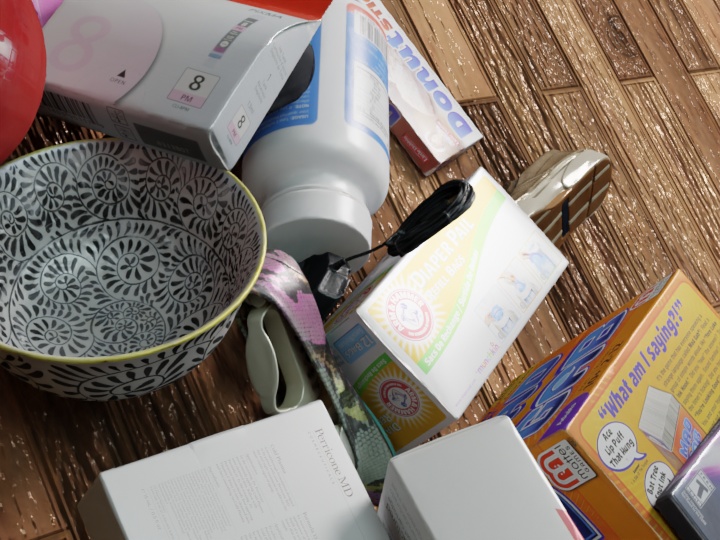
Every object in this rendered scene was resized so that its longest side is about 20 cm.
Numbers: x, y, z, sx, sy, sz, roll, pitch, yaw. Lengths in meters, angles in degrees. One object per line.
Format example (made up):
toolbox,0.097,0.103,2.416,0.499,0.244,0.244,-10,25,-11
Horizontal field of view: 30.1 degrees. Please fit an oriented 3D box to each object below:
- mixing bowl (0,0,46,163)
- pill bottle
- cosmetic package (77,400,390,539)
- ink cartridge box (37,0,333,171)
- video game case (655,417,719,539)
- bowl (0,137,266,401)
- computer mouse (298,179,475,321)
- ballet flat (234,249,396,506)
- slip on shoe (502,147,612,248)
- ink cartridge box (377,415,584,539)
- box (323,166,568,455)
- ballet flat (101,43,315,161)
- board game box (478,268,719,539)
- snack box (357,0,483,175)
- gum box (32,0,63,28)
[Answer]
mixing bowl,-0.266,-0.124,0.813,0.108,0.198,0.202,25,42,-63
pill bottle,-0.033,-0.099,1.003,0.111,0.112,0.202,19,53,-26
cosmetic package,-0.045,0.186,0.728,0.149,0.052,0.202,-14,68,-35
ink cartridge box,-0.112,-0.172,0.889,0.161,0.057,0.202,17,66,24
video game case,0.280,0.151,0.869,0.143,0.019,0.199,52,46,2
bowl,-0.157,0.016,0.829,0.198,0.095,0.202,2,42,-2
computer mouse,0.000,0.000,0.914,0.034,0.199,0.059,48,30,-22
ballet flat,-0.038,0.085,0.887,0.071,0.068,0.202,-44,115,-51
slip on shoe,0.143,-0.050,1.146,0.060,0.077,0.200,22,46,31
ink cartridge box,0.069,0.209,0.798,0.082,0.201,0.146,-18,54,-21
box,0.050,0.034,0.982,0.101,0.112,0.200,46,47,-4
ballet flat,-0.114,-0.107,0.914,0.199,0.073,0.073,-38,87,-11
board game box,0.185,0.166,0.940,0.200,0.200,0.200,49,46,-1
snack box,0.021,-0.177,1.154,0.201,0.024,0.072,53,44,3
gum box,-0.285,-0.221,0.920,0.199,0.066,0.114,34,47,-15
